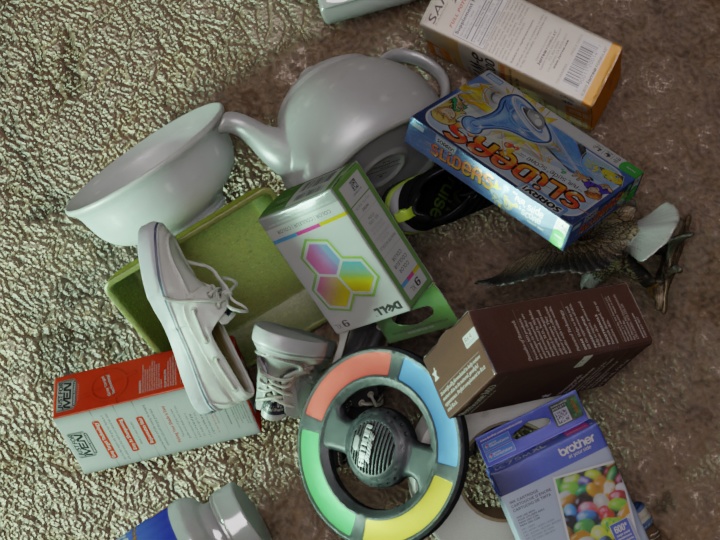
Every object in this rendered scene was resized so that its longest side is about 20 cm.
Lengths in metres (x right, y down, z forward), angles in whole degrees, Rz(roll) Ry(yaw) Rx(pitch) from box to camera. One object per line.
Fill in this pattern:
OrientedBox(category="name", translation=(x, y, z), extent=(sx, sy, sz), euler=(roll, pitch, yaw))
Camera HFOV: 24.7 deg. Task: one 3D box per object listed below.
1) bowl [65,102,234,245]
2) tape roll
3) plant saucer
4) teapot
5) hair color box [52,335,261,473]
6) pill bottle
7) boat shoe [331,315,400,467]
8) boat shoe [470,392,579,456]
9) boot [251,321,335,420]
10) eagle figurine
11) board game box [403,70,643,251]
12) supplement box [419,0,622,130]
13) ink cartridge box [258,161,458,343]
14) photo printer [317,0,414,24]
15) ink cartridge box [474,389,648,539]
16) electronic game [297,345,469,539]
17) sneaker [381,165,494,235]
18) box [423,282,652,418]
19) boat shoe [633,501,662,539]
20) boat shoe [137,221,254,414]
OrientedBox(category="bowl", translation=(-0.205, -0.084, 1.735), extent=(0.200, 0.201, 0.091), euler=(-33, 106, 3))
OrientedBox(category="tape roll", translation=(0.146, 0.197, 1.668), extent=(0.201, 0.037, 0.204), euler=(-2, 102, -11))
OrientedBox(category="plant saucer", translation=(-0.142, 0.014, 1.720), extent=(0.199, 0.200, 0.048), euler=(-31, 42, 2))
OrientedBox(category="teapot", translation=(-0.012, -0.156, 1.711), extent=(0.197, 0.200, 0.146), euler=(-42, 66, 14))
OrientedBox(category="hair color box", translation=(-0.212, 0.142, 1.728), extent=(0.199, 0.102, 0.061), euler=(-14, 45, 5))
OrientedBox(category="pill bottle", translation=(-0.195, 0.306, 1.706), extent=(0.199, 0.112, 0.112), euler=(-34, 80, 2))
OrientedBox(category="boat shoe", translation=(0.001, 0.111, 1.727), extent=(0.060, 0.074, 0.201), euler=(10, 76, 14))
OrientedBox(category="boat shoe", translation=(0.135, 0.158, 1.703), extent=(0.199, 0.067, 0.057), euler=(-33, 75, -1))
OrientedBox(category="boot", translation=(-0.074, 0.108, 1.670), extent=(0.073, 0.200, 0.096), euler=(18, 89, 14))
OrientedBox(category="eagle figurine", translation=(0.230, -0.027, 1.685), extent=(0.199, 0.152, 0.152), euler=(20, 106, 5))
OrientedBox(category="board game box", translation=(0.160, -0.112, 1.619), extent=(0.200, 0.035, 0.135), euler=(36, 45, 21))
OrientedBox(category="supplement box", translation=(0.169, -0.229, 1.716), extent=(0.199, 0.126, 0.074), euler=(28, 88, 11))
OrientedBox(category="ink cartridge box", translation=(0.000, 0.000, 1.628), extent=(0.103, 0.059, 0.201), euler=(-19, 112, 41))
OrientedBox(category="photo printer", translation=(0.037, -0.370, 1.780), extent=(0.199, 0.069, 0.168), euler=(-14, 81, 6))
OrientedBox(category="ink cartridge box", translation=(0.204, 0.232, 1.616), extent=(0.119, 0.042, 0.201), euler=(-24, 92, -3))
OrientedBox(category="electronic game", translation=(0.020, 0.175, 1.628), extent=(0.199, 0.042, 0.202), euler=(-3, 85, 34))
OrientedBox(category="sneaker", translation=(0.113, -0.087, 1.661), extent=(0.199, 0.083, 0.072), euler=(-31, 100, -23))
OrientedBox(category="box", translation=(0.173, 0.076, 1.589), extent=(0.199, 0.100, 0.075), euler=(-8, 64, -31))
OrientedBox(category="boat shoe", translation=(0.219, 0.316, 1.669), extent=(0.199, 0.072, 0.073), euler=(-32, 88, 7))
OrientedBox(category="boat shoe", translation=(-0.149, 0.041, 1.611), extent=(0.086, 0.075, 0.203), euler=(-15, 102, 15))
